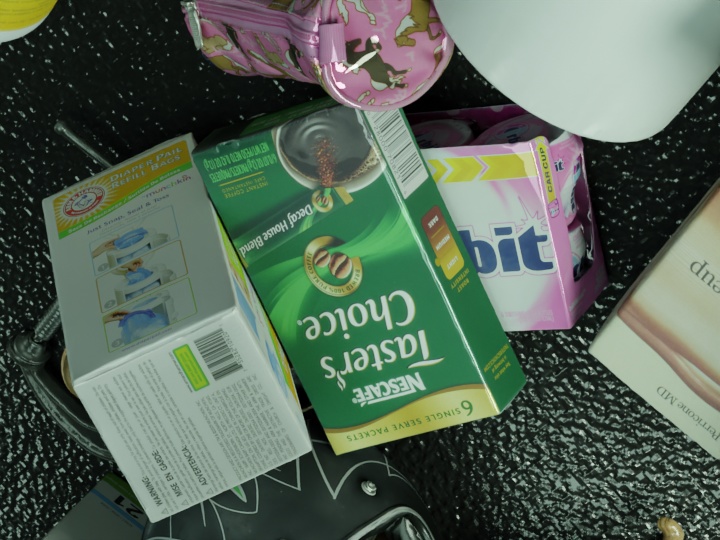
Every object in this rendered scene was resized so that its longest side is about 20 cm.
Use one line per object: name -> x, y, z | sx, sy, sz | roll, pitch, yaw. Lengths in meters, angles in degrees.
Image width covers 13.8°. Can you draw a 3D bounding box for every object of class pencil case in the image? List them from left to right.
pencil case -> -0.027, -0.136, 1.626 | 0.083, 0.086, 0.200 | 54, 165, -25

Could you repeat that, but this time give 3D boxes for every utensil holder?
utensil holder -> 0.148, -0.190, 1.522 | 0.170, 0.170, 0.200 | 40, 127, 4

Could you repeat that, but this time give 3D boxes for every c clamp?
c clamp -> -0.158, 0.024, 1.867 | 0.170, 0.027, 0.200 | 35, 123, 2

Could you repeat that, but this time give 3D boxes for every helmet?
helmet -> -0.041, 0.182, 1.777 | 0.199, 0.200, 0.191 | -20, 117, 32

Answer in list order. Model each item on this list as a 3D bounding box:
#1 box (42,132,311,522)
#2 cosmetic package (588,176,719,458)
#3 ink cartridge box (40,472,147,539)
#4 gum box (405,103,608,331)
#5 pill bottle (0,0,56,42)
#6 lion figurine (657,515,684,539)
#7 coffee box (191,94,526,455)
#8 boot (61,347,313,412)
box -> -0.108, 0.029, 1.701 | 0.101, 0.200, 0.113 | -24, 124, 4
cosmetic package -> 0.225, -0.008, 1.618 | 0.103, 0.087, 0.200 | 38, 125, 4
ink cartridge box -> -0.161, 0.239, 1.863 | 0.147, 0.200, 0.076 | 37, 124, 6
gum box -> 0.042, -0.028, 1.712 | 0.199, 0.066, 0.114 | -3, 113, 28
pill bottle -> -0.212, -0.204, 1.722 | 0.112, 0.112, 0.200 | 41, 133, 3
lion figurine -> 0.190, 0.227, 1.726 | 0.199, 0.123, 0.073 | 29, 162, 17
coffee box -> 0.000, 0.000, 1.678 | 0.122, 0.044, 0.201 | -14, 108, 33
boot -> -0.098, 0.058, 1.803 | 0.199, 0.076, 0.074 | -6, 113, 20
